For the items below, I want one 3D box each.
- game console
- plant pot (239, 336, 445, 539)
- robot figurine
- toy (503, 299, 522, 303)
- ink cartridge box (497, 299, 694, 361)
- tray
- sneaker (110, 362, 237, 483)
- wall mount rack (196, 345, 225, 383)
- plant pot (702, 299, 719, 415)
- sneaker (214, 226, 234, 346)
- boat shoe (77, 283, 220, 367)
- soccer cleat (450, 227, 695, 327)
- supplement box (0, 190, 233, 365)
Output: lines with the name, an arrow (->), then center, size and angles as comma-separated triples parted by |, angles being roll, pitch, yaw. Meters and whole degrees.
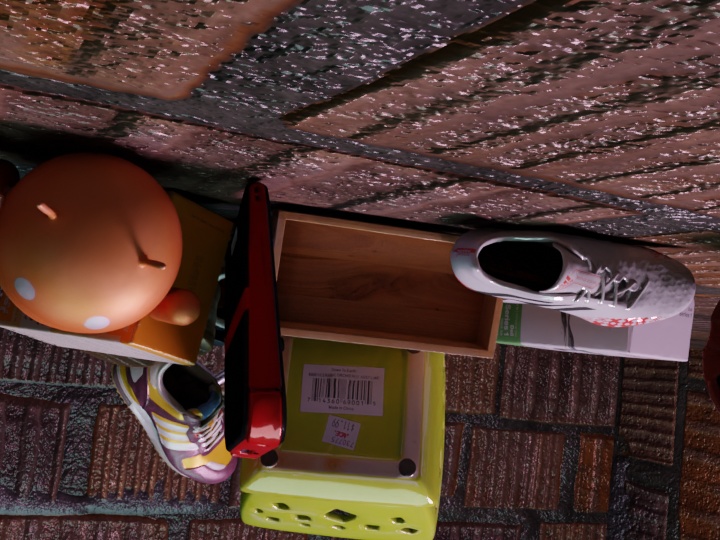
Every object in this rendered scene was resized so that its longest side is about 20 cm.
game console -> -0.082, 0.047, 0.678 | 0.031, 0.178, 0.200 | 2, 165, -13
plant pot -> -0.014, 0.140, 0.854 | 0.199, 0.200, 0.182 | 5, 157, 2
robot figurine -> -0.185, -0.017, 0.598 | 0.116, 0.144, 0.200 | -21, -174, -23
toy -> 0.195, 0.011, 0.871 | 0.200, 0.047, 0.115 | 6, 174, -44
ink cartridge box -> 0.288, 0.061, 1.122 | 0.146, 0.085, 0.200 | 10, 175, -41
tray -> 0.021, 0.011, 0.750 | 0.199, 0.099, 0.037 | 8, -174, -13
sneaker -> -0.173, 0.155, 0.933 | 0.090, 0.075, 0.200 | -2, 133, 38
wall mount rack -> -0.132, 0.074, 1.052 | 0.200, 0.075, 0.174 | -30, 179, -29
plant pot -> 0.379, 0.078, 0.680 | 0.195, 0.201, 0.201 | 19, 169, -32
sneaker -> -0.155, 0.039, 0.884 | 0.078, 0.080, 0.200 | 26, 131, -28
boat shoe -> -0.203, 0.045, 0.837 | 0.200, 0.065, 0.072 | -11, 146, 41
soccer cleat -> 0.170, 0.004, 0.704 | 0.199, 0.069, 0.085 | 11, 179, -2
supplement box -> -0.214, 0.004, 0.765 | 0.200, 0.126, 0.073 | 2, 163, 39
